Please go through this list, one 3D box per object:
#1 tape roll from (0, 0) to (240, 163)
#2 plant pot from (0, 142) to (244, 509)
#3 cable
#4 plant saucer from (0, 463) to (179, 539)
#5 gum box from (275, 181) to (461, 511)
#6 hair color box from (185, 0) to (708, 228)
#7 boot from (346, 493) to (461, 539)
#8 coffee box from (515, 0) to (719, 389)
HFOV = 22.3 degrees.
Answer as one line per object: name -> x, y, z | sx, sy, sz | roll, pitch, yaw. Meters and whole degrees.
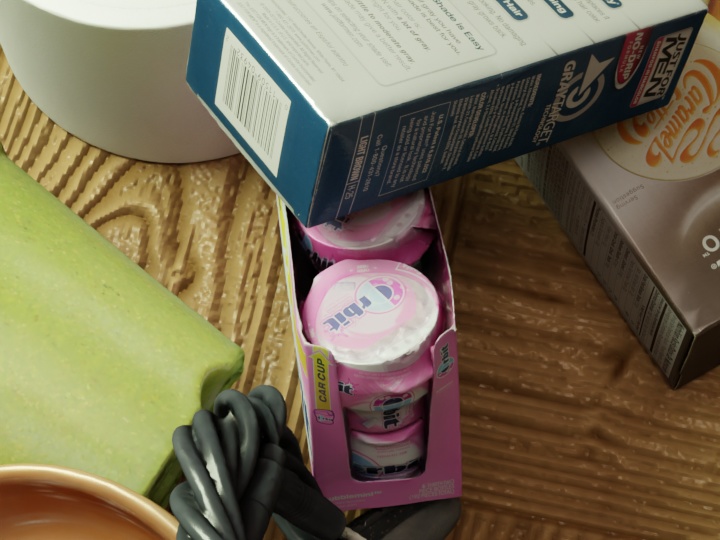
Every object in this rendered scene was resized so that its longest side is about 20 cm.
tape roll -> -0.094, -0.172, 0.898 | 0.202, 0.139, 0.203 | -1, 67, 2
plant pot -> -0.159, 0.045, 0.798 | 0.184, 0.200, 0.200 | 31, 71, 1
cable -> -0.017, 0.118, 0.670 | 0.051, 0.200, 0.163 | -25, 85, 10
plant saucer -> -0.125, 0.175, 0.699 | 0.200, 0.037, 0.200 | -2, 81, 16
gum box -> 0.000, 0.000, 0.805 | 0.066, 0.114, 0.200 | -7, 48, -2
hair color box -> 0.038, -0.095, 0.775 | 0.200, 0.061, 0.100 | -20, 55, -29
boot -> 0.002, 0.192, 0.790 | 0.132, 0.070, 0.200 | 47, 65, 2
coffee box -> 0.146, -0.061, 0.877 | 0.114, 0.080, 0.200 | -29, 70, -10
